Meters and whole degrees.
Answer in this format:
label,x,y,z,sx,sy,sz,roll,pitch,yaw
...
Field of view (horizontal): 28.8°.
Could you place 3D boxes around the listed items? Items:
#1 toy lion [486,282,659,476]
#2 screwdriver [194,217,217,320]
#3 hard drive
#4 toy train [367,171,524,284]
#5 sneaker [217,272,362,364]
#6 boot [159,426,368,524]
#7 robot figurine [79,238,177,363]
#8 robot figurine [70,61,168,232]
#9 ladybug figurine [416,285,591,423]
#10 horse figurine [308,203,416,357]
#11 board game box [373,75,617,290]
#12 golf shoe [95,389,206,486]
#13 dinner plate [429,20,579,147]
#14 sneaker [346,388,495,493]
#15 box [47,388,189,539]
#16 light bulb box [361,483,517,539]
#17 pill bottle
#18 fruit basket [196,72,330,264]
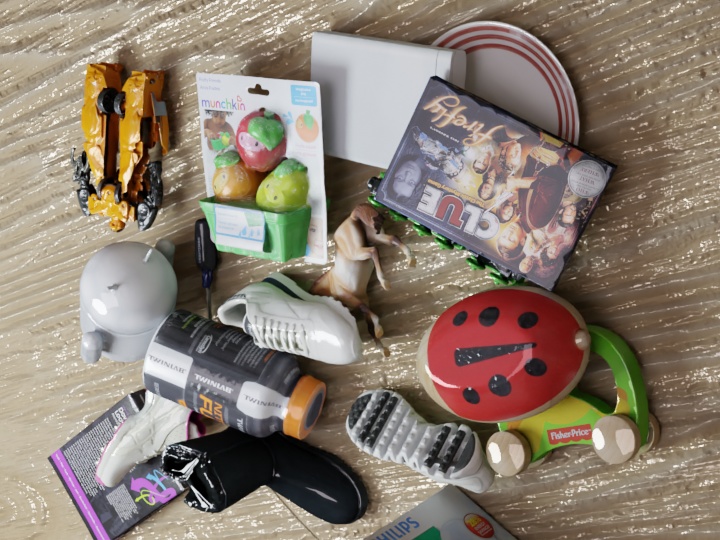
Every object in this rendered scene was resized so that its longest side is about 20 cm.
label,x,y,z,sx,sy,sz,roll,pitch,yaw
toy lion,0.189,0.105,1.430,0.200,0.069,0.192,-12,87,36
screwdriver,-0.186,0.036,1.686,0.029,0.028,0.201,4,102,4
hard drive,0.024,-0.175,1.468,0.200,0.027,0.132,17,111,43
toy train,0.092,-0.045,1.456,0.200,0.056,0.042,34,106,24
sneaker,-0.075,0.065,1.553,0.200,0.080,0.077,20,122,49
boot,-0.112,0.246,1.603,0.200,0.168,0.077,34,119,23
robot figurine,-0.276,0.037,1.668,0.113,0.170,0.200,30,155,3
robot figurine,-0.284,-0.145,1.693,0.145,0.058,0.201,15,109,32
ladybug figurine,0.134,0.083,1.395,0.200,0.072,0.136,-18,77,35
horse figurine,0.000,0.000,1.523,0.133,0.050,0.200,49,141,38
board game box,0.130,-0.086,1.371,0.200,0.035,0.136,27,105,9
golf shoe,-0.247,0.199,1.722,0.091,0.075,0.200,39,101,7
dinner plate,0.134,-0.152,1.421,0.200,0.024,0.201,10,107,34
sneaker,0.063,0.190,1.529,0.200,0.081,0.075,23,75,45
box,-0.312,0.260,1.830,0.200,0.036,0.143,-37,81,37
light bulb box,0.095,0.355,1.468,0.200,0.198,0.125,39,119,20
pill bottle,-0.142,0.126,1.621,0.199,0.106,0.107,21,114,15
fruit basket,-0.114,-0.112,1.547,0.185,0.094,0.201,11,117,37
